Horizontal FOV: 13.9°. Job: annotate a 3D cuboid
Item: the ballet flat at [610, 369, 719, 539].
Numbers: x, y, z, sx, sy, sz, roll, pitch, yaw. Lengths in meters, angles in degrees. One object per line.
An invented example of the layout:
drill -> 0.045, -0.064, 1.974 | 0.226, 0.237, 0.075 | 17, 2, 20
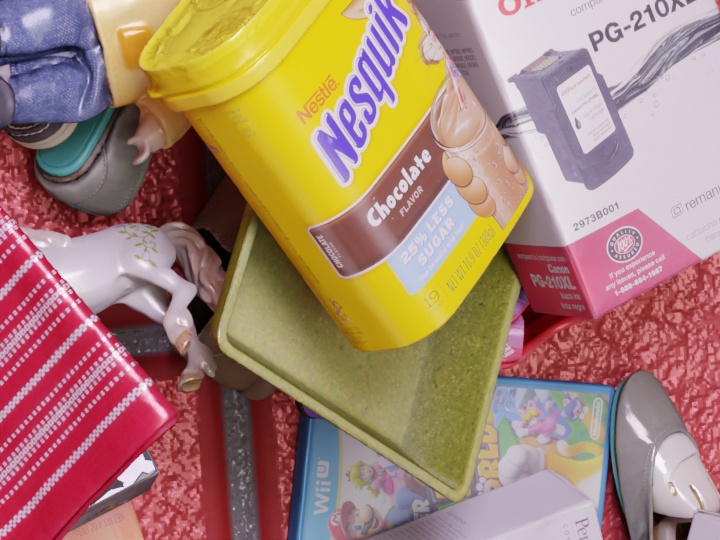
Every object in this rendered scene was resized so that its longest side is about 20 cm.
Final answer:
ballet flat -> 0.195, 0.161, 1.796 | 0.067, 0.063, 0.201 | -10, 99, -48

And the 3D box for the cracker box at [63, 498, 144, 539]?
cracker box -> -0.168, 0.239, 1.659 | 0.133, 0.058, 0.201 | -20, 101, -19

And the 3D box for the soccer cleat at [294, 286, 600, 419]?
soccer cleat -> 0.051, 0.037, 1.708 | 0.199, 0.073, 0.068 | -27, 135, -29

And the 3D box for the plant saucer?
plant saucer -> 0.000, 0.000, 1.621 | 0.199, 0.048, 0.201 | 35, 60, -35

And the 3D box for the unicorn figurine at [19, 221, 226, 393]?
unicorn figurine -> -0.159, 0.006, 1.583 | 0.199, 0.074, 0.138 | 2, 50, -41

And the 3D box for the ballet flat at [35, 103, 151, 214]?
ballet flat -> -0.118, -0.125, 1.656 | 0.064, 0.067, 0.201 | 33, 80, -48

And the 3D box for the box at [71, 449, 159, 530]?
box -> -0.232, 0.090, 1.600 | 0.199, 0.048, 0.159 | -27, 81, -19

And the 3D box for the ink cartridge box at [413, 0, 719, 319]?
ink cartridge box -> 0.134, -0.095, 1.647 | 0.144, 0.084, 0.201 | -27, 103, -20

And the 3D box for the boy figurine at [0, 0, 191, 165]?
boy figurine -> -0.115, -0.120, 1.574 | 0.199, 0.064, 0.125 | -13, 99, -21

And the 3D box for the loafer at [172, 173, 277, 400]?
loafer -> -0.058, -0.028, 1.678 | 0.067, 0.076, 0.201 | 11, 89, -29

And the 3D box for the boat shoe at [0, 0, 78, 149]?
boat shoe -> -0.188, -0.168, 1.606 | 0.065, 0.072, 0.201 | 9, 80, -62

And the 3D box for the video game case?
video game case -> 0.055, 0.133, 1.765 | 0.199, 0.018, 0.144 | 5, 92, -22

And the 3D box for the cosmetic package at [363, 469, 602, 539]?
cosmetic package -> 0.048, 0.201, 1.719 | 0.199, 0.074, 0.102 | -20, 108, -15

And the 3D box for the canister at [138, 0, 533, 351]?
canister -> -0.007, -0.076, 1.534 | 0.200, 0.086, 0.149 | 54, 51, -25

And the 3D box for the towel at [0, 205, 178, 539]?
towel -> -0.203, 0.049, 1.533 | 0.145, 0.022, 0.200 | -43, 87, 21

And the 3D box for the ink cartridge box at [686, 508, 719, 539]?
ink cartridge box -> 0.260, 0.231, 1.772 | 0.200, 0.083, 0.146 | 18, 86, -55
